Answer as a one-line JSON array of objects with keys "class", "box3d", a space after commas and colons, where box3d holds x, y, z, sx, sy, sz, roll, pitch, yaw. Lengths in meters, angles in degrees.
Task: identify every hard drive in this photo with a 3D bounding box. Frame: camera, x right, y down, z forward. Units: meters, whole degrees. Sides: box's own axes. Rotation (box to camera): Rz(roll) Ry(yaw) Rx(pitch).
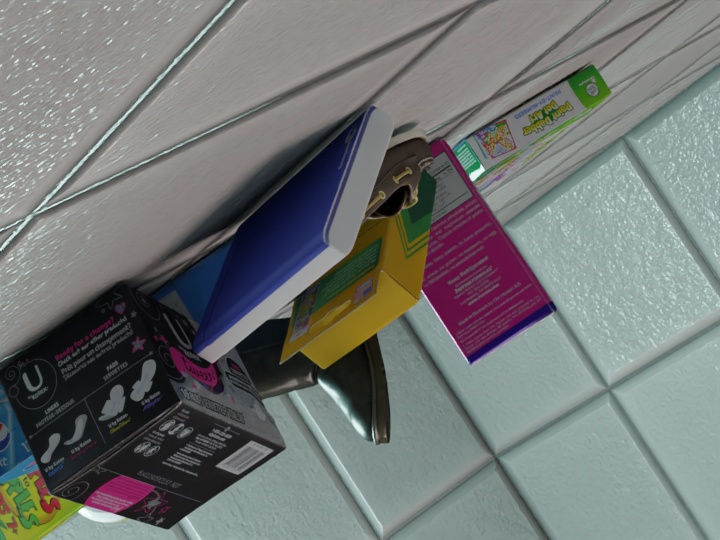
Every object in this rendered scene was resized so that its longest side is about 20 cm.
[{"class": "hard drive", "box3d": [-0.052, -0.025, 1.498, 0.200, 0.025, 0.133, -38, -154, 49]}]

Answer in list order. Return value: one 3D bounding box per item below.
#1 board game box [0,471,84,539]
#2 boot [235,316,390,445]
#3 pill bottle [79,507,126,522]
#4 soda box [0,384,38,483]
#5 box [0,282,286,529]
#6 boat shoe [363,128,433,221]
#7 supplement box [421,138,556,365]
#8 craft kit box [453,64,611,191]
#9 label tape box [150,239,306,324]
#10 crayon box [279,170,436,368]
[{"class": "board game box", "box3d": [-0.336, 0.217, 1.989, 0.200, 0.102, 0.048, -37, 174, 38]}, {"class": "boot", "box3d": [-0.077, 0.102, 1.816, 0.198, 0.073, 0.182, -8, -142, -5]}, {"class": "pill bottle", "box3d": [-0.327, 0.269, 2.607, 0.114, 0.115, 0.200, -33, 175, -7]}, {"class": "soda box", "box3d": [-0.275, 0.129, 1.693, 0.068, 0.064, 0.200, -34, 176, 8]}, {"class": "box", "box3d": [-0.167, 0.108, 1.574, 0.132, 0.115, 0.200, -35, 156, 10]}, {"class": "boat shoe", "box3d": [0.013, -0.070, 1.669, 0.072, 0.060, 0.200, -36, 175, 28]}, {"class": "supplement box", "box3d": [0.097, -0.018, 1.969, 0.103, 0.201, 0.101, -32, 176, 6]}, {"class": "craft kit box", "box3d": [0.154, -0.132, 2.213, 0.197, 0.049, 0.200, -35, 177, -29]}, {"class": "label tape box", "box3d": [-0.124, 0.032, 1.761, 0.144, 0.064, 0.200, -34, 176, 9]}, {"class": "crayon box", "box3d": [0.000, 0.000, 1.787, 0.125, 0.051, 0.201, -36, -154, 33]}]
